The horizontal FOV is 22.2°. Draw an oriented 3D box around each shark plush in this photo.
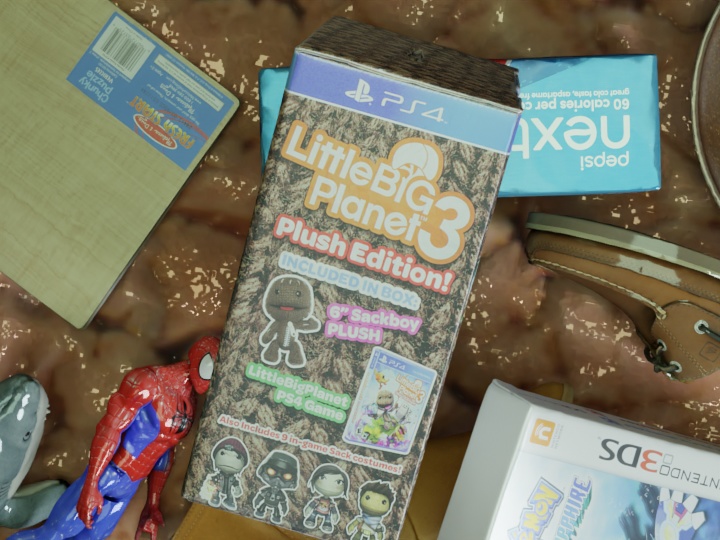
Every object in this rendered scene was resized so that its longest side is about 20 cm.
[{"bbox_3d":[-0.241,0.127,0.944,0.199,0.083,0.091,-34,88,-11],"label":"shark plush"}]

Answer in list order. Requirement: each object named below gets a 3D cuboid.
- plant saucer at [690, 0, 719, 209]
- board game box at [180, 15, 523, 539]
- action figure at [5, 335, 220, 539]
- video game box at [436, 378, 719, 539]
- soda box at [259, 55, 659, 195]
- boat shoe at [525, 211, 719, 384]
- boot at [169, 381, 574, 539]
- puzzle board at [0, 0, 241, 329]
[{"bbox_3d":[0.267,-0.086,0.944,0.198,0.037,0.202,0,93,3],"label":"plant saucer"},{"bbox_3d":[0.000,0.000,0.829,0.096,0.160,0.202,16,102,1],"label":"board game box"},{"bbox_3d":[-0.133,0.116,0.966,0.052,0.065,0.201,38,96,34],"label":"action figure"},{"bbox_3d":[0.114,0.172,0.920,0.181,0.047,0.202,16,94,-27],"label":"video game box"},{"bbox_3d":[0.050,-0.072,0.937,0.198,0.064,0.069,-2,93,3],"label":"soda box"},{"bbox_3d":[0.172,0.026,0.937,0.198,0.072,0.069,19,94,3],"label":"boat shoe"},{"bbox_3d":[0.002,0.103,0.952,0.144,0.071,0.202,38,99,0],"label":"boot"},{"bbox_3d":[-0.184,-0.088,0.982,0.199,0.017,0.151,36,93,0],"label":"puzzle board"}]
